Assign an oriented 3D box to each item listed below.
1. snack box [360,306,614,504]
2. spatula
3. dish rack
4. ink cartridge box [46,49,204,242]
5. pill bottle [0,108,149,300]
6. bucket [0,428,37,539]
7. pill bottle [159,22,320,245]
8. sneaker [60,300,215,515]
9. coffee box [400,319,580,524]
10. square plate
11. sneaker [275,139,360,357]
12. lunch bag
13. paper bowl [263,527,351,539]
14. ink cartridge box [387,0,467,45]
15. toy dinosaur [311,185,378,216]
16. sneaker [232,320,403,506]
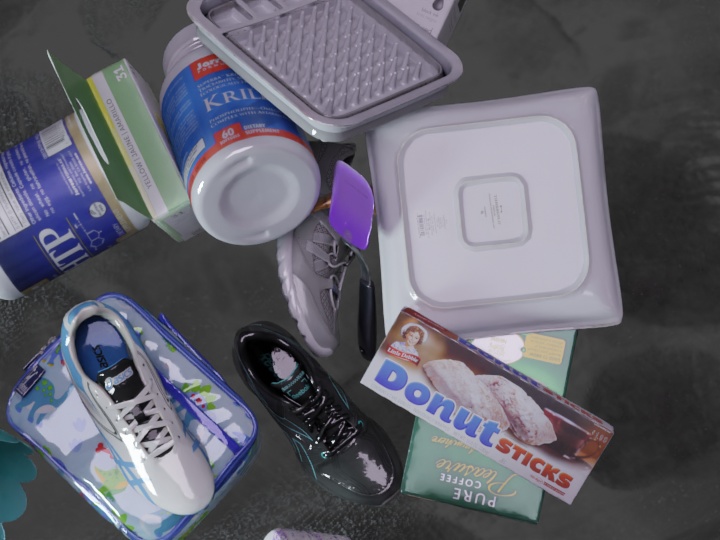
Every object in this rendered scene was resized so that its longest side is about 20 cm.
[{"bbox_3d":[0.104,0.110,1.524,0.199,0.024,0.072,30,103,1],"label":"snack box"},{"bbox_3d":[0.000,0.000,1.582,0.020,0.201,0.056,-29,44,-24],"label":"spatula"},{"bbox_3d":[-0.032,-0.181,1.563,0.171,0.044,0.200,-26,54,-37],"label":"dish rack"},{"bbox_3d":[-0.192,-0.111,1.598,0.048,0.200,0.146,-27,78,2],"label":"ink cartridge box"},{"bbox_3d":[-0.297,-0.044,1.634,0.199,0.120,0.120,-29,78,-1],"label":"pill bottle"},{"bbox_3d":[-0.384,0.187,1.560,0.134,0.207,0.208,32,83,15],"label":"bucket"},{"bbox_3d":[-0.111,-0.125,1.598,0.112,0.112,0.200,-24,46,0],"label":"pill bottle"},{"bbox_3d":[-0.187,0.115,1.538,0.072,0.072,0.200,-32,81,-7],"label":"sneaker"},{"bbox_3d":[0.111,0.102,1.569,0.122,0.044,0.201,11,88,5],"label":"coffee box"},{"bbox_3d":[0.109,-0.045,1.544,0.197,0.028,0.201,-6,84,3],"label":"square plate"},{"bbox_3d":[-0.030,-0.025,1.631,0.082,0.075,0.201,-7,78,5],"label":"sneaker"},{"bbox_3d":[-0.192,0.128,1.614,0.200,0.082,0.161,43,82,10],"label":"lunch bag"},{"bbox_3d":[-0.033,0.313,1.504,0.104,0.201,0.202,8,79,-13],"label":"paper bowl"},{"bbox_3d":[0.049,-0.287,1.680,0.115,0.067,0.201,22,82,10],"label":"ink cartridge box"},{"bbox_3d":[0.032,-0.061,1.584,0.199,0.060,0.107,13,74,2],"label":"toy dinosaur"},{"bbox_3d":[-0.043,0.124,1.602,0.075,0.079,0.200,-44,80,-5],"label":"sneaker"}]
